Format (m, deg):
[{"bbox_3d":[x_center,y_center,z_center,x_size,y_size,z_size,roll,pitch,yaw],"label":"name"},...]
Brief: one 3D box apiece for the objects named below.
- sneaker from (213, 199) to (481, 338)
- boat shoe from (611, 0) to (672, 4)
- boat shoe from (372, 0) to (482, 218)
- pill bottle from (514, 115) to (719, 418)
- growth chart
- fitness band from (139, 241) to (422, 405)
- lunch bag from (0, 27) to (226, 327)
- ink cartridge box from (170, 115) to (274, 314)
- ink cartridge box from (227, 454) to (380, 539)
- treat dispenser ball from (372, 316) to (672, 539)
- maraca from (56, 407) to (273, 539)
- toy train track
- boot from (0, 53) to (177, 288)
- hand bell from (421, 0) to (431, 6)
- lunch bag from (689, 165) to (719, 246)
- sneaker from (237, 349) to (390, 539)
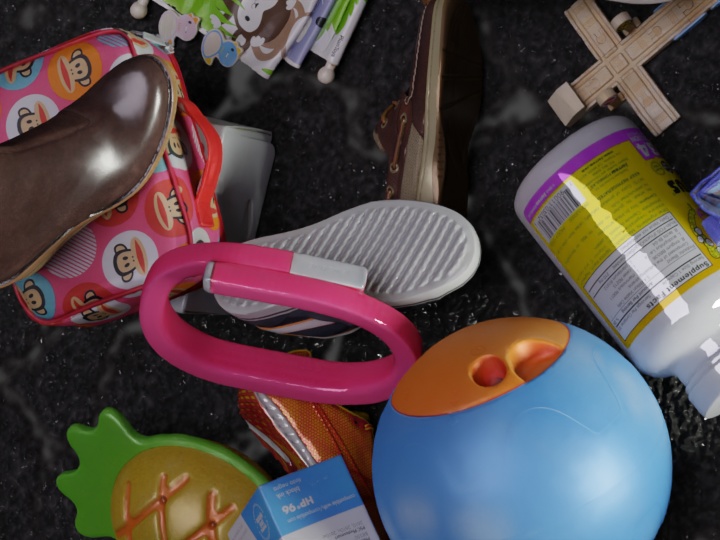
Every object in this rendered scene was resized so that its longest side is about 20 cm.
[{"bbox_3d":[0.000,0.000,1.613,0.199,0.079,0.079,-7,71,24],"label":"sneaker"},{"bbox_3d":[0.140,-0.221,1.585,0.199,0.067,0.057,7,114,35],"label":"boat shoe"},{"bbox_3d":[0.040,-0.099,1.641,0.072,0.072,0.201,7,98,27],"label":"boat shoe"},{"bbox_3d":[0.199,0.000,1.540,0.104,0.104,0.200,-42,72,17],"label":"pill bottle"},{"bbox_3d":[-0.077,-0.219,1.730,0.199,0.018,0.145,23,98,25],"label":"growth chart"},{"bbox_3d":[-0.055,0.041,1.575,0.199,0.144,0.038,12,56,2],"label":"fitness band"},{"bbox_3d":[-0.179,-0.071,1.642,0.176,0.082,0.201,-20,79,21],"label":"lunch bag"},{"bbox_3d":[-0.180,-0.057,1.733,0.199,0.085,0.145,14,94,24],"label":"ink cartridge box"},{"bbox_3d":[-0.013,0.242,1.550,0.068,0.116,0.201,-19,73,-21],"label":"ink cartridge box"},{"bbox_3d":[0.107,0.131,1.522,0.200,0.201,0.202,-1,87,25],"label":"treat dispenser ball"},{"bbox_3d":[-0.135,0.177,1.681,0.199,0.107,0.138,25,116,15],"label":"maraca"},{"bbox_3d":[0.209,-0.173,1.583,0.200,0.033,0.115,-40,72,17],"label":"toy train track"},{"bbox_3d":[-0.214,-0.069,1.527,0.072,0.166,0.200,41,99,17],"label":"boot"},{"bbox_3d":[0.035,-0.284,1.654,0.104,0.104,0.201,-9,95,25],"label":"hand bell"},{"bbox_3d":[0.310,-0.071,1.465,0.200,0.150,0.094,-33,74,20],"label":"lunch bag"},{"bbox_3d":[-0.008,0.145,1.650,0.077,0.073,0.200,-31,87,-22],"label":"sneaker"}]
